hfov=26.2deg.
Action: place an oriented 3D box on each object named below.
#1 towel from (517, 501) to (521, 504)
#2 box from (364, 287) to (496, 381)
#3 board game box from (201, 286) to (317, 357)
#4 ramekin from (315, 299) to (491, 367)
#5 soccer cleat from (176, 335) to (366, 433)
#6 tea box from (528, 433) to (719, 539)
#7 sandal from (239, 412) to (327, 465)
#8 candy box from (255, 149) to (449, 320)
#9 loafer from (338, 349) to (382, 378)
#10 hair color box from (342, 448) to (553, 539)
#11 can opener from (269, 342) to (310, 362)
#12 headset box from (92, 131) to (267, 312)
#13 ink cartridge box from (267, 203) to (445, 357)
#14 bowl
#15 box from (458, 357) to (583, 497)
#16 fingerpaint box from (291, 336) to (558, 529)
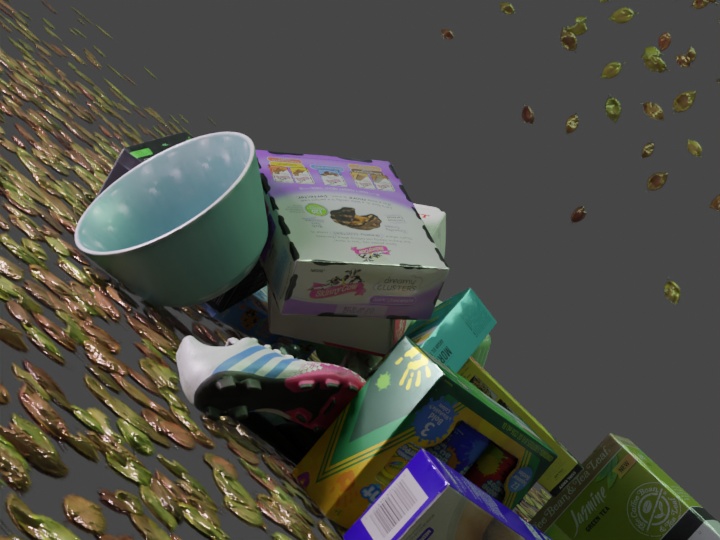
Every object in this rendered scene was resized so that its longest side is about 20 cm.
[{"bbox_3d":[0.100,0.179,1.631,0.148,0.050,0.200,43,2,-6],"label":"towel"},{"bbox_3d":[0.055,0.100,1.551,0.049,0.082,0.200,52,43,-7],"label":"box"},{"bbox_3d":[-0.149,0.026,1.818,0.151,0.037,0.200,46,6,34],"label":"board game box"},{"bbox_3d":[0.056,0.087,1.815,0.199,0.098,0.200,22,11,-4],"label":"ramekin"},{"bbox_3d":[-0.076,0.094,1.397,0.200,0.070,0.086,11,32,-39],"label":"soccer cleat"},{"bbox_3d":[0.304,0.328,1.791,0.197,0.200,0.134,43,6,21],"label":"tea box"},{"bbox_3d":[-0.058,0.148,1.459,0.200,0.048,0.075,38,7,-30],"label":"sandal"},{"bbox_3d":[-0.023,-0.037,1.598,0.167,0.072,0.200,4,36,-23],"label":"candy box"},{"bbox_3d":[-0.016,0.139,1.627,0.072,0.063,0.200,47,19,-8],"label":"loafer"},{"bbox_3d":[0.093,0.256,1.373,0.200,0.109,0.065,37,7,-35],"label":"hair color box"},{"bbox_3d":[-0.073,0.106,1.559,0.078,0.064,0.200,26,-2,17],"label":"can opener"},{"bbox_3d":[-0.181,-0.062,1.712,0.200,0.093,0.174,35,19,9],"label":"headset box"},{"bbox_3d":[0.000,0.000,1.718,0.146,0.083,0.200,11,32,16],"label":"ink cartridge box"},{"bbox_3d":[-0.171,-0.039,1.532,0.105,0.200,0.201,61,-4,-28],"label":"bowl"},{"bbox_3d":[0.156,0.162,1.692,0.200,0.050,0.075,43,3,-23],"label":"box"},{"bbox_3d":[0.064,0.181,1.436,0.200,0.167,0.073,38,4,-42],"label":"fingerpaint box"}]
